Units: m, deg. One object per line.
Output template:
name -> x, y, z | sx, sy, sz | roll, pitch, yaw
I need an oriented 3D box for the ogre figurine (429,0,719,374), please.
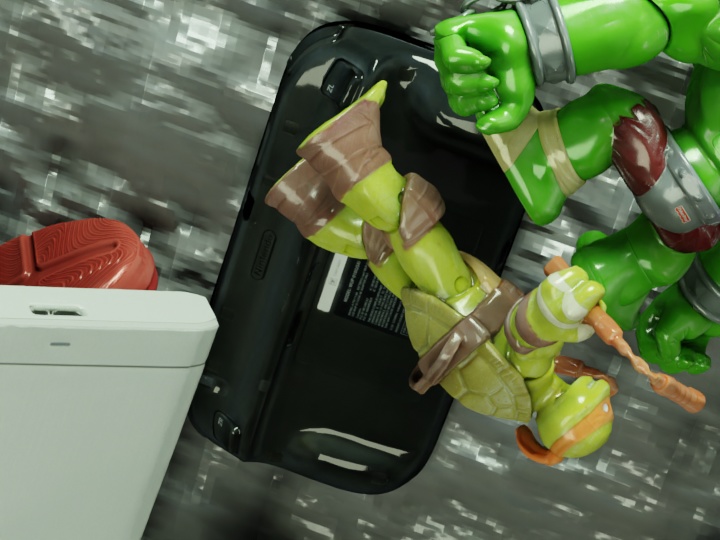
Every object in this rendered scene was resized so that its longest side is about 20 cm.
ogre figurine -> 0.117, -0.043, 1.023 | 0.120, 0.098, 0.200 | -27, 116, 12

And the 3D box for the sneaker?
sneaker -> -0.138, 0.065, 1.197 | 0.200, 0.078, 0.116 | -33, 126, 22

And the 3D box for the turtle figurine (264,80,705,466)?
turtle figurine -> 0.037, 0.015, 1.041 | 0.064, 0.200, 0.161 | -43, 87, -8

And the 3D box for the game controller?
game controller -> 0.000, 0.000, 1.129 | 0.104, 0.042, 0.200 | 15, 121, -7

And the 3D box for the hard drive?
hard drive -> -0.146, 0.093, 1.145 | 0.132, 0.027, 0.200 | 2, 127, -29
